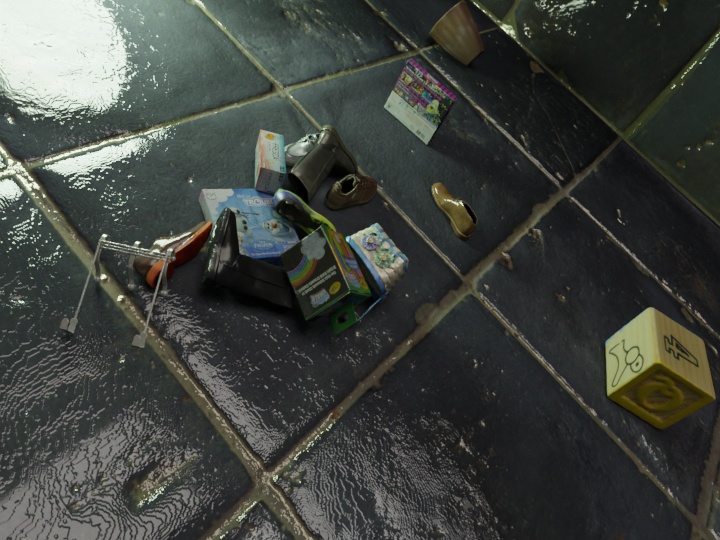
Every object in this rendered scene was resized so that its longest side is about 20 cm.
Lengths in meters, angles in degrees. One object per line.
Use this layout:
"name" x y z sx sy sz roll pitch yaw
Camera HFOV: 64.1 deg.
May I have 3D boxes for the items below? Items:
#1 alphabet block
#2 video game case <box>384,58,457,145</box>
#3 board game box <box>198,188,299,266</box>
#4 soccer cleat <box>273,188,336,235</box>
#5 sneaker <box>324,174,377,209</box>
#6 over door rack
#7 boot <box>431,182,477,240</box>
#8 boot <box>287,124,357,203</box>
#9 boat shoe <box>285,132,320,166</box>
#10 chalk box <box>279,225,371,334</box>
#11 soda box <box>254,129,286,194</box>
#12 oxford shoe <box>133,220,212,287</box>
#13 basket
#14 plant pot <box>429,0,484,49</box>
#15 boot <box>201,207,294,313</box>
"alphabet block" 0.797 0.264 1.551 0.192 0.197 0.203 28 45 -4
"video game case" 0.191 -0.541 1.853 0.199 0.183 0.036 41 44 8
"board game box" -0.249 -0.099 1.318 0.195 0.044 0.203 -6 57 -36
"soccer cleat" -0.127 -0.129 1.367 0.198 0.065 0.085 35 21 -38
"sneaker" -0.011 -0.222 1.541 0.071 0.076 0.198 46 45 13
"over door rack" -0.437 0.042 1.056 0.142 0.067 0.206 11 60 -1
"boot" 0.281 -0.194 1.699 0.072 0.076 0.203 -11 60 -35
"boot" -0.095 -0.255 1.513 0.183 0.071 0.204 49 48 -34
"boat shoe" -0.136 -0.342 1.567 0.198 0.072 0.070 -27 69 -43
"chalk box" -0.064 0.032 1.227 0.205 0.123 0.123 65 18 16
"soda box" -0.225 -0.272 1.430 0.066 0.065 0.203 11 36 -18
"oxford shoe" -0.382 -0.053 1.182 0.072 0.072 0.201 34 45 6
"basket" 0.000 0.000 1.334 0.199 0.140 0.177 -39 75 -10
"plant pot" 0.412 -0.950 2.350 0.202 0.186 0.187 51 44 -4
"boot" -0.221 -0.019 1.207 0.195 0.065 0.170 21 70 -28
